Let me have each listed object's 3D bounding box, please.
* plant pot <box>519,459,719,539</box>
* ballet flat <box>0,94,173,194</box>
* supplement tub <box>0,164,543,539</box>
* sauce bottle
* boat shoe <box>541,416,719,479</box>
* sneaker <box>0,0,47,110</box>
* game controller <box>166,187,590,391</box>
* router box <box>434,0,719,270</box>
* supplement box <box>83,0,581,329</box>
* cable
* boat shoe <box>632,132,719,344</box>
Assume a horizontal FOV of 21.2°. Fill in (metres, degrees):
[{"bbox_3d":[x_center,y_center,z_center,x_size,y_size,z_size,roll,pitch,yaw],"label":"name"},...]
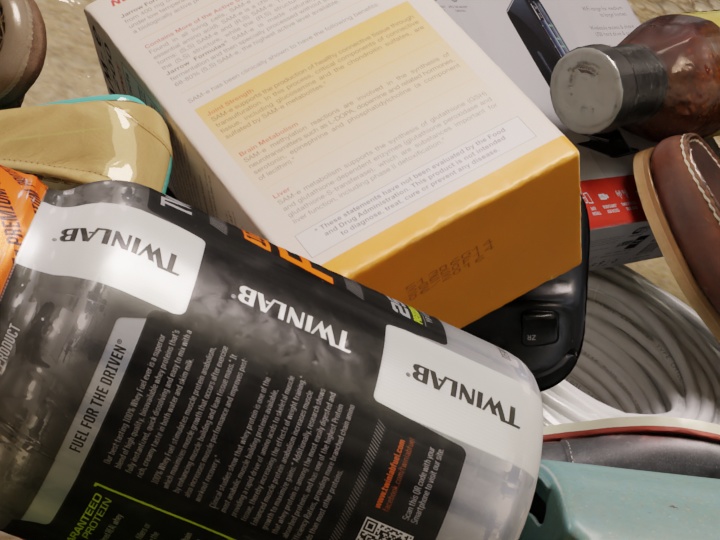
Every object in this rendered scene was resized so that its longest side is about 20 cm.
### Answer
[{"bbox_3d":[0.138,0.158,0.692,0.195,0.201,0.201,13,33,-13],"label":"plant pot"},{"bbox_3d":[-0.174,-0.029,0.767,0.198,0.069,0.063,-8,59,5],"label":"ballet flat"},{"bbox_3d":[-0.050,0.049,0.642,0.199,0.123,0.123,25,30,-13],"label":"supplement tub"},{"bbox_3d":[0.164,-0.097,0.952,0.066,0.066,0.199,44,30,24],"label":"sauce bottle"},{"bbox_3d":[0.084,0.096,0.788,0.198,0.071,0.063,2,63,7],"label":"boat shoe"},{"bbox_3d":[-0.171,-0.098,0.850,0.075,0.071,0.199,13,-1,-35],"label":"sneaker"},{"bbox_3d":[0.000,0.000,0.841,0.198,0.042,0.105,2,61,10],"label":"game controller"},{"bbox_3d":[0.086,-0.086,0.958,0.199,0.049,0.180,-10,65,-50],"label":"router box"},{"bbox_3d":[-0.014,-0.058,0.807,0.125,0.074,0.200,-28,53,-15],"label":"supplement box"},{"bbox_3d":[0.104,0.058,0.925,0.199,0.069,0.201,20,31,-19],"label":"cable"},{"bbox_3d":[0.202,0.019,0.905,0.201,0.070,0.070,59,32,-1],"label":"boat shoe"}]
